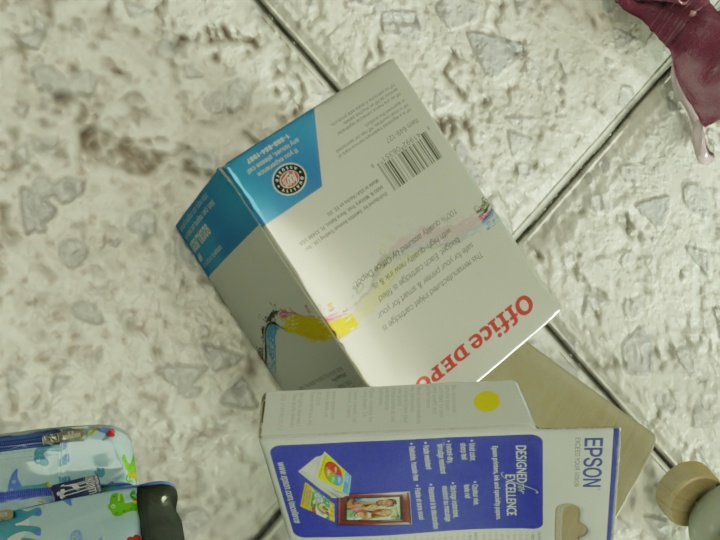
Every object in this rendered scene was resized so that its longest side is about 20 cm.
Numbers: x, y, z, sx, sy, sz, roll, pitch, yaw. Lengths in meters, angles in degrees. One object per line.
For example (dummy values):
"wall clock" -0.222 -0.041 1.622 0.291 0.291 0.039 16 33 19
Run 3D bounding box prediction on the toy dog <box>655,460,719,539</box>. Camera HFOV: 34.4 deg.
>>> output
"toy dog" 0.327 0.190 0.889 0.196 0.098 0.133 -6 36 5

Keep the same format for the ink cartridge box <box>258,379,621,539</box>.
"ink cartridge box" 0.051 0.142 0.701 0.196 0.200 0.047 -4 45 5

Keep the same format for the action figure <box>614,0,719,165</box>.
"action figure" 0.272 -0.211 0.990 0.200 0.134 0.149 42 108 6

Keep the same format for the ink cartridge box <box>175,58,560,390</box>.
"ink cartridge box" 0.000 0.000 0.778 0.146 0.144 0.202 -34 91 -25

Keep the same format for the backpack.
"backpack" -0.200 0.182 0.638 0.197 0.184 0.149 -6 56 -20

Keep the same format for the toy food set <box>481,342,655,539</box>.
"toy food set" 0.109 0.154 0.840 0.143 0.061 0.201 36 65 2
